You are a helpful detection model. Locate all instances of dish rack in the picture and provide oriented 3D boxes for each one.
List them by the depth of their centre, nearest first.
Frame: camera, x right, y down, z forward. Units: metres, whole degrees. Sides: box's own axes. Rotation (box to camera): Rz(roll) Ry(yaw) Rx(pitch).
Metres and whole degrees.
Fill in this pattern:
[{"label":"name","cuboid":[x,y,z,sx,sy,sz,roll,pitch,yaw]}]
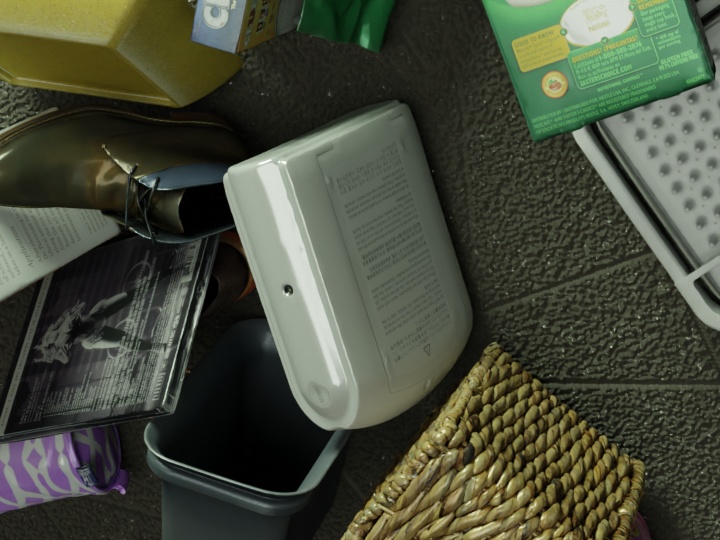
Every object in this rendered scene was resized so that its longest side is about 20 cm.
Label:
[{"label":"dish rack","cuboid":[0.254,-0.078,1.040,0.171,0.044,0.201,-35,94,23]}]

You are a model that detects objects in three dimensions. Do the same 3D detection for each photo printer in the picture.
[{"label":"photo printer","cuboid":[0.000,0.000,1.076,0.069,0.166,0.201,-10,104,38]}]

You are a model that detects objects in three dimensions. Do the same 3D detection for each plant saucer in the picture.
[{"label":"plant saucer","cuboid":[-0.201,-0.160,1.070,0.198,0.200,0.049,9,83,14]}]

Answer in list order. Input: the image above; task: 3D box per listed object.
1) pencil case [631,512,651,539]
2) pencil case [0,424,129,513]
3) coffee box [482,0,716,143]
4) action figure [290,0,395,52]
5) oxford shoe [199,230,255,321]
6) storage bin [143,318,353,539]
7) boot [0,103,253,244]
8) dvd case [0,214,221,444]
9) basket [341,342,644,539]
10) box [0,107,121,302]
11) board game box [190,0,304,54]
[{"label":"pencil case","cuboid":[0.125,0.240,1.148,0.199,0.087,0.088,-24,98,22]},{"label":"pencil case","cuboid":[-0.282,0.159,1.255,0.199,0.084,0.086,-14,124,22]},{"label":"coffee box","cuboid":[0.129,-0.192,0.953,0.122,0.044,0.201,-18,102,22]},{"label":"action figure","cuboid":[0.015,-0.250,1.042,0.054,0.118,0.201,27,103,20]},{"label":"oxford shoe","cuboid":[-0.171,0.031,1.184,0.199,0.073,0.071,-29,97,22]},{"label":"storage bin","cuboid":[-0.081,0.145,1.132,0.144,0.200,0.135,16,119,12]},{"label":"boot","cuboid":[-0.159,-0.064,1.068,0.199,0.097,0.075,-10,121,-25]},{"label":"dvd case","cuboid":[-0.185,0.045,1.136,0.199,0.150,0.016,-13,145,40]},{"label":"basket","cuboid":[0.088,0.169,1.067,0.149,0.200,0.143,40,110,2]},{"label":"box","cuboid":[-0.301,-0.016,1.123,0.152,0.200,0.107,-20,101,41]},{"label":"board game box","cuboid":[-0.054,-0.252,1.033,0.034,0.135,0.202,18,109,11]}]
